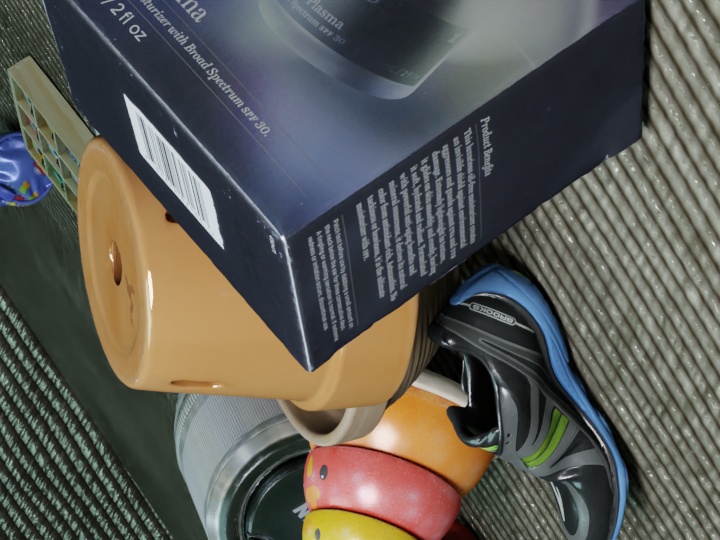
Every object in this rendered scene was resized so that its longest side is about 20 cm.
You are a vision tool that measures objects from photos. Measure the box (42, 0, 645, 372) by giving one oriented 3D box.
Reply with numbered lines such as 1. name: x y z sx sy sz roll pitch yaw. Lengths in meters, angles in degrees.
1. box: -0.008 -0.102 1.091 0.200 0.198 0.123 47 162 27

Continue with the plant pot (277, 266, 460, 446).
1. plant pot: 0.000 0.000 1.463 0.201 0.092 0.202 170 90 -70

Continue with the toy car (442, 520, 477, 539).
1. toy car: 0.053 0.273 1.931 0.200 0.174 0.150 86 180 -66

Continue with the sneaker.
1. sneaker: 0.097 0.089 1.440 0.071 0.083 0.200 30 153 60

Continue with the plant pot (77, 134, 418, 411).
1. plant pot: -0.070 -0.015 1.312 0.200 0.140 0.201 172 90 -70

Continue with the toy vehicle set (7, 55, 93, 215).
1. toy vehicle set: -0.290 -0.118 2.357 0.124 0.026 0.200 51 166 14

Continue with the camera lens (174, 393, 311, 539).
1. camera lens: -0.057 0.151 1.889 0.160 0.160 0.200 62 178 -27

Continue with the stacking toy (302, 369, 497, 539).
1. stacking toy: 0.008 0.171 1.630 0.146 0.200 0.146 15 155 7

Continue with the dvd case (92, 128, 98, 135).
1. dvd case: -0.179 -0.090 2.077 0.200 0.016 0.149 49 166 21

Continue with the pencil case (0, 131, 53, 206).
1. pencil case: -0.378 -0.105 2.554 0.078 0.087 0.200 29 173 -17
